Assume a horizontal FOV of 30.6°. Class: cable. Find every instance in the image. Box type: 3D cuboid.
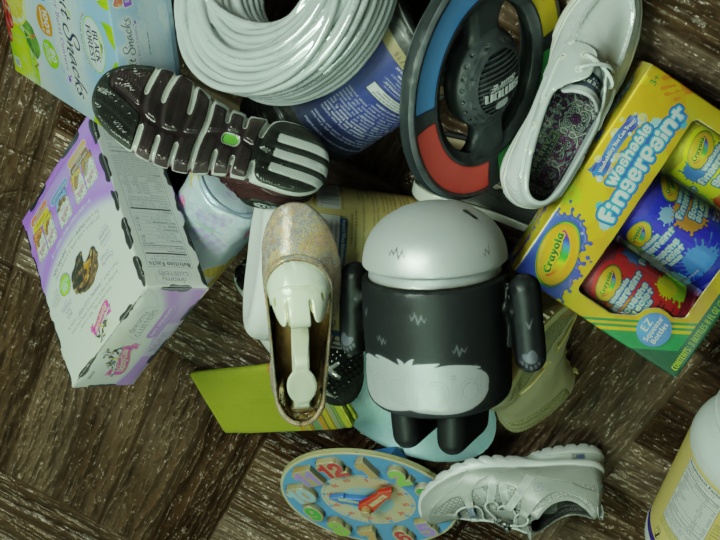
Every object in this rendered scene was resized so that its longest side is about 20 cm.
[{"bbox_3d":[-0.061,-0.231,1.047,0.199,0.069,0.202,-30,66,25],"label":"cable"}]

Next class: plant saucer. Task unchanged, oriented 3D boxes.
[{"bbox_3d":[0.049,0.115,1.330,0.199,0.039,0.202,18,141,15],"label":"plant saucer"}]

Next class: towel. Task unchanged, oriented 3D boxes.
[{"bbox_3d":[-0.094,0.133,1.399,0.199,0.018,0.087,-9,116,42],"label":"towel"}]

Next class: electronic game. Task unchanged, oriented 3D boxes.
[{"bbox_3d":[0.098,-0.153,1.041,0.041,0.199,0.202,23,134,35],"label":"electronic game"}]

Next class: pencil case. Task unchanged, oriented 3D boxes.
[{"bbox_3d":[-0.169,-0.029,1.293,0.091,0.083,0.200,45,128,5],"label":"pencil case"}]

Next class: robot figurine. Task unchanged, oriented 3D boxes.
[{"bbox_3d":[0.064,0.043,1.071,0.148,0.125,0.202,-6,104,-11],"label":"robot figurine"}]

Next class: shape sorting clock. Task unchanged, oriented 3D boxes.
[{"bbox_3d":[0.009,0.251,1.437,0.198,0.039,0.201,9,140,8],"label":"shape sorting clock"}]

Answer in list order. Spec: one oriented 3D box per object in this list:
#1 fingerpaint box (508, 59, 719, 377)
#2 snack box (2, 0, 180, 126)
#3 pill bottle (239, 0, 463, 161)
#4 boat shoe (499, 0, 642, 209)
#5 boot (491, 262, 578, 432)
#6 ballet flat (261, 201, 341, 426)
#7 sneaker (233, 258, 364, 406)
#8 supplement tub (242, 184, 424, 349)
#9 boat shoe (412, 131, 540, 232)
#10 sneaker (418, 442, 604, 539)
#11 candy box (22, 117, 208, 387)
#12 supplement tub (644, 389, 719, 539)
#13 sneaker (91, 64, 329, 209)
[{"bbox_3d":[0.244,-0.043,1.085,0.166,0.073,0.201,33,101,-5],"label":"fingerpaint box"},{"bbox_3d":[-0.238,-0.225,1.129,0.199,0.067,0.170,31,137,39],"label":"snack box"},{"bbox_3d":[-0.007,-0.163,1.119,0.199,0.112,0.112,-30,111,34],"label":"pill bottle"},{"bbox_3d":[0.171,-0.142,1.041,0.072,0.069,0.201,30,93,-13],"label":"boat shoe"},{"bbox_3d":[0.175,0.053,1.225,0.072,0.201,0.155,29,174,28],"label":"boot"},{"bbox_3d":[-0.047,0.043,1.084,0.067,0.067,0.202,-3,120,0],"label":"ballet flat"},{"bbox_3d":[-0.054,0.066,1.285,0.073,0.200,0.081,-24,137,-17],"label":"sneaker"},{"bbox_3d":[0.000,0.000,1.188,0.198,0.145,0.146,7,129,-10],"label":"supplement tub"},{"bbox_3d":[0.144,-0.077,1.154,0.198,0.074,0.061,15,123,12],"label":"boat shoe"},{"bbox_3d":[0.153,0.233,1.333,0.198,0.083,0.075,-16,147,16],"label":"sneaker"},{"bbox_3d":[-0.239,-0.017,1.259,0.071,0.201,0.168,2,144,-40],"label":"candy box"},{"bbox_3d":[0.361,0.203,1.227,0.144,0.146,0.201,19,128,6],"label":"supplement tub"},{"bbox_3d":[-0.125,-0.095,1.086,0.198,0.076,0.116,23,165,1],"label":"sneaker"}]
